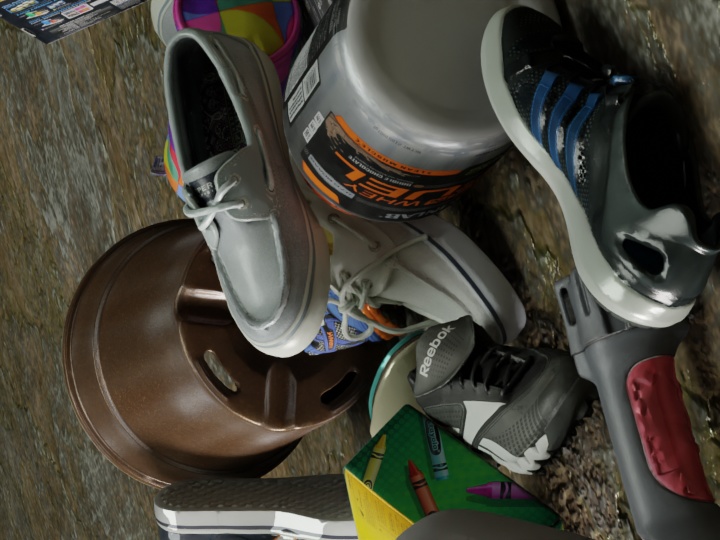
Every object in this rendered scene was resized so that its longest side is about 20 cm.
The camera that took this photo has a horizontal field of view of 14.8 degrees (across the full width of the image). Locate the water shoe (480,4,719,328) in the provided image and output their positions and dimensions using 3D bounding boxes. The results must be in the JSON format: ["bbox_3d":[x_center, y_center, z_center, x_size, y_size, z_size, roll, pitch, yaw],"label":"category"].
[{"bbox_3d":[0.124,-0.066,1.322,0.079,0.071,0.201,-53,47,35],"label":"water shoe"}]

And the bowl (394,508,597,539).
[{"bbox_3d":[0.105,0.207,1.455,0.201,0.198,0.075,88,-157,-44],"label":"bowl"}]

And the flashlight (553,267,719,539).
[{"bbox_3d":[0.155,0.089,1.339,0.068,0.067,0.201,139,120,-64],"label":"flashlight"}]

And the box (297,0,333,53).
[{"bbox_3d":[-0.005,-0.124,1.709,0.159,0.048,0.201,107,144,-64],"label":"box"}]

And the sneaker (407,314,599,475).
[{"bbox_3d":[0.072,0.065,1.534,0.090,0.067,0.200,38,167,-6],"label":"sneaker"}]

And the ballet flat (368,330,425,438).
[{"bbox_3d":[0.039,0.106,1.766,0.200,0.069,0.070,101,149,-62],"label":"ballet flat"}]

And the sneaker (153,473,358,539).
[{"bbox_3d":[-0.041,0.187,1.899,0.078,0.199,0.080,-47,-46,-63],"label":"sneaker"}]

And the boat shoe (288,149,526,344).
[{"bbox_3d":[-0.001,-0.003,1.619,0.202,0.086,0.075,37,155,22],"label":"boat shoe"}]

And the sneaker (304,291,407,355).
[{"bbox_3d":[-0.047,0.005,1.743,0.200,0.078,0.076,41,-153,-47],"label":"sneaker"}]

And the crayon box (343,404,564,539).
[{"bbox_3d":[0.061,0.178,1.608,0.119,0.058,0.200,35,157,27],"label":"crayon box"}]

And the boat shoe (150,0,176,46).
[{"bbox_3d":[-0.100,-0.179,1.943,0.201,0.070,0.072,128,128,-68],"label":"boat shoe"}]

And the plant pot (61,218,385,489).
[{"bbox_3d":[-0.083,0.046,1.911,0.198,0.199,0.202,-24,82,66],"label":"plant pot"}]

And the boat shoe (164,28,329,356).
[{"bbox_3d":[-0.075,-0.047,1.583,0.070,0.071,0.202,-28,62,29],"label":"boat shoe"}]

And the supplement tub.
[{"bbox_3d":[0.027,-0.098,1.487,0.200,0.122,0.123,132,121,-73],"label":"supplement tub"}]

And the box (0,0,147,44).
[{"bbox_3d":[-0.140,-0.211,1.733,0.159,0.199,0.046,24,-135,-77],"label":"box"}]

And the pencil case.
[{"bbox_3d":[-0.084,-0.113,1.755,0.200,0.088,0.089,107,145,-62],"label":"pencil case"}]
